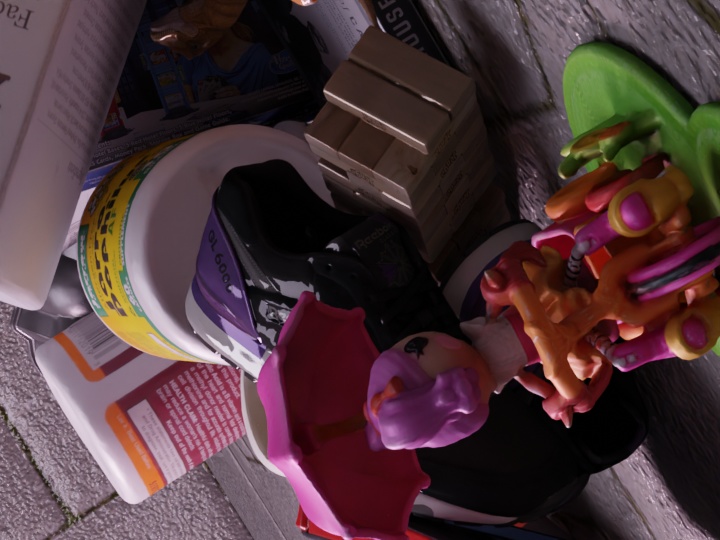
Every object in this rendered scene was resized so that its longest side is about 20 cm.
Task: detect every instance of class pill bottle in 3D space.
[{"bbox_3d":[-0.086,0.043,1.550,0.114,0.200,0.114,55,170,15],"label":"pill bottle"},{"bbox_3d":[-0.078,-0.011,1.254,0.113,0.113,0.200,59,166,-9],"label":"pill bottle"}]

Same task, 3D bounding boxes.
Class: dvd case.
[{"bbox_3d":[-0.017,-0.131,1.203,0.150,0.025,0.200,59,169,-8],"label":"dvd case"}]

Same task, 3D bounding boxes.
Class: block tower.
[{"bbox_3d":[0.026,-0.031,1.119,0.058,0.054,0.200,31,165,22],"label":"block tower"}]

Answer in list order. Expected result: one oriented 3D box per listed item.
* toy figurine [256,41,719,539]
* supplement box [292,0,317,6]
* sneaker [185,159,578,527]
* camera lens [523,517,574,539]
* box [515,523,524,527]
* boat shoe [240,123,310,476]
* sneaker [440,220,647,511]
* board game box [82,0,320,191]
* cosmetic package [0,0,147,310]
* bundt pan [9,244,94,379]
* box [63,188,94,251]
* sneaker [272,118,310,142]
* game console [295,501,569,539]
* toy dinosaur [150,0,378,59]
[{"bbox_3d":[0.053,0.027,0.894,0.150,0.184,0.200,58,169,-7],"label":"toy figurine"},{"bbox_3d":[-0.073,-0.184,1.067,0.200,0.067,0.069,29,154,39],"label":"supplement box"},{"bbox_3d":[0.007,0.027,1.060,0.200,0.076,0.088,33,133,24],"label":"sneaker"},{"bbox_3d":[0.078,0.219,1.416,0.160,0.160,0.200,62,169,-24],"label":"camera lens"},{"bbox_3d":[0.022,0.078,1.428,0.095,0.103,0.200,64,169,-27],"label":"box"},{"bbox_3d":[-0.028,0.022,1.373,0.072,0.070,0.201,108,166,-66],"label":"boat shoe"},{"bbox_3d":[0.087,0.070,1.146,0.088,0.076,0.200,44,164,31],"label":"sneaker"},{"bbox_3d":[-0.136,-0.151,1.346,0.062,0.200,0.200,115,137,-79],"label":"board game box"},{"bbox_3d":[-0.211,-0.104,1.218,0.165,0.200,0.165,17,174,5],"label":"cosmetic package"},{"bbox_3d":[-0.122,0.006,1.638,0.076,0.202,0.202,25,147,58],"label":"bundt pan"},{"bbox_3d":[-0.169,-0.139,1.474,0.200,0.171,0.199,57,170,3],"label":"box"},{"bbox_3d":[0.000,0.000,1.297,0.200,0.080,0.074,48,-178,32],"label":"sneaker"},{"bbox_3d":[0.085,0.131,1.118,0.200,0.031,0.177,16,174,-27],"label":"game console"},{"bbox_3d":[-0.049,-0.147,1.140,0.106,0.060,0.200,49,159,-12],"label":"toy dinosaur"}]
